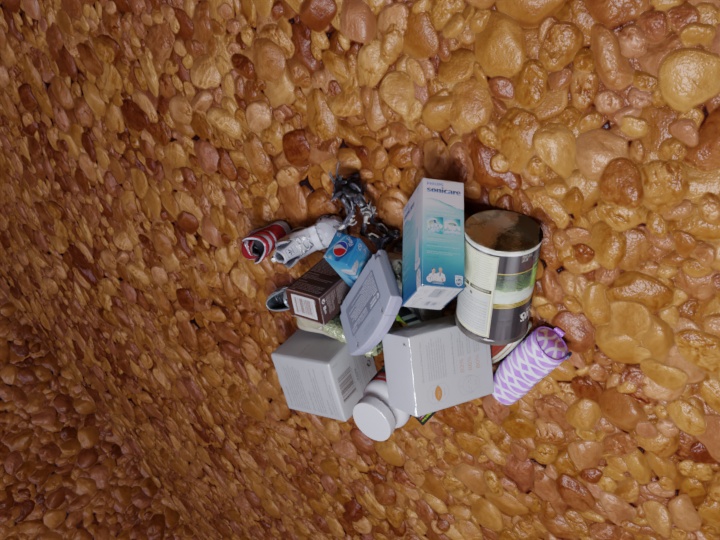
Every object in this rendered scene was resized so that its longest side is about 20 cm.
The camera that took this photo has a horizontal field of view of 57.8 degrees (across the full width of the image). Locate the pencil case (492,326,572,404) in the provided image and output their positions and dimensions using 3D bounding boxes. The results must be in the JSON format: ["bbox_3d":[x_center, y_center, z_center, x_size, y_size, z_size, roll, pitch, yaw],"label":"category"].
[{"bbox_3d":[0.333,0.190,1.309,0.083,0.086,0.201,39,135,5],"label":"pencil case"}]

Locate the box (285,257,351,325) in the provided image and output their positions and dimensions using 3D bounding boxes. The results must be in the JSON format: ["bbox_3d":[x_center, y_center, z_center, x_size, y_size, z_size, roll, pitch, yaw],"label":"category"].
[{"bbox_3d":[-0.067,0.031,1.456,0.098,0.200,0.077,13,128,32],"label":"box"}]

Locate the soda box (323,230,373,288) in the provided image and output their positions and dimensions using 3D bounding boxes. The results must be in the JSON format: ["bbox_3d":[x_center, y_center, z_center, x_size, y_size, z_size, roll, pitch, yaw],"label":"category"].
[{"bbox_3d":[0.000,0.000,1.392,0.067,0.065,0.200,18,162,33],"label":"soda box"}]

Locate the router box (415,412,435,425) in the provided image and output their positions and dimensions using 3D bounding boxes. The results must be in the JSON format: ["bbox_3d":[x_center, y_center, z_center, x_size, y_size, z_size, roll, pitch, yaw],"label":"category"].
[{"bbox_3d":[0.148,0.249,1.519,0.150,0.062,0.201,43,136,10],"label":"router box"}]

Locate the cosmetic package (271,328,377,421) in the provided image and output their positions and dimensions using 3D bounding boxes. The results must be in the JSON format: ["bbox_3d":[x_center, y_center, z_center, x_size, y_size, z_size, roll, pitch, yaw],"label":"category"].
[{"bbox_3d":[-0.087,0.247,1.640,0.196,0.166,0.172,4,120,37],"label":"cosmetic package"}]

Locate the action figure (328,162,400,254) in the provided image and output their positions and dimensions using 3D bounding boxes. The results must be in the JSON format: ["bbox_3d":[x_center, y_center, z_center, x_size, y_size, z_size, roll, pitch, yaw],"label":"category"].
[{"bbox_3d":[-0.011,-0.122,1.373,0.201,0.119,0.101,50,132,-7],"label":"action figure"}]

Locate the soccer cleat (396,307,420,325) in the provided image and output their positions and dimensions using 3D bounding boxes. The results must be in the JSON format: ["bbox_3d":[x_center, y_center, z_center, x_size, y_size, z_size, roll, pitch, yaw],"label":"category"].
[{"bbox_3d":[0.141,0.104,1.433,0.198,0.067,0.083,34,122,19],"label":"soccer cleat"}]

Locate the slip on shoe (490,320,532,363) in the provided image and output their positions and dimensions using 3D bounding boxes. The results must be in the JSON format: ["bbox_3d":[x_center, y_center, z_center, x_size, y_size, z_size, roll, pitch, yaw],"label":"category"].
[{"bbox_3d":[0.276,0.146,1.342,0.062,0.074,0.200,50,142,4],"label":"slip on shoe"}]

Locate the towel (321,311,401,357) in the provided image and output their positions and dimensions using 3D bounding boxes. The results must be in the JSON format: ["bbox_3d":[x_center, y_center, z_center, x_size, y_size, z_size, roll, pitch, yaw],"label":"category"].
[{"bbox_3d":[0.006,0.124,1.465,0.146,0.199,0.037,27,111,16],"label":"towel"}]

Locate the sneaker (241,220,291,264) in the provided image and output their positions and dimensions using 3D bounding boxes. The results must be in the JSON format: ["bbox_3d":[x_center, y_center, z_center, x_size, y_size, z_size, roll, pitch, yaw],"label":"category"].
[{"bbox_3d":[-0.265,-0.057,1.627,0.198,0.112,0.072,-25,101,46],"label":"sneaker"}]

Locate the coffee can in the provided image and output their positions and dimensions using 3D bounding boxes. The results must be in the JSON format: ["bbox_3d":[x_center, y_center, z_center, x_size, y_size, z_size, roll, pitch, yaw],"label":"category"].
[{"bbox_3d":[0.254,0.013,1.214,0.143,0.146,0.205,20,129,28],"label":"coffee can"}]

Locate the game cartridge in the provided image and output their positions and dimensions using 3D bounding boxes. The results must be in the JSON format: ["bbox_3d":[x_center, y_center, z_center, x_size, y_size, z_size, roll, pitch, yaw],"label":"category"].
[{"bbox_3d":[0.019,0.075,1.306,0.201,0.039,0.136,-57,36,43],"label":"game cartridge"}]

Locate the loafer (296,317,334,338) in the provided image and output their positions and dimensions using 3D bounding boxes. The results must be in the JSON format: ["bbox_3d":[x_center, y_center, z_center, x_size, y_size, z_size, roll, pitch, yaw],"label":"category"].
[{"bbox_3d":[-0.075,0.116,1.585,0.194,0.077,0.069,2,137,22],"label":"loafer"}]

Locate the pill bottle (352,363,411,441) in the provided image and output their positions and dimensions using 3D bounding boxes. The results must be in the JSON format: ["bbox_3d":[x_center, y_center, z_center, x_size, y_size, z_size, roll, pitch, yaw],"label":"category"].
[{"bbox_3d":[0.075,0.261,1.397,0.114,0.200,0.119,20,129,26],"label":"pill bottle"}]

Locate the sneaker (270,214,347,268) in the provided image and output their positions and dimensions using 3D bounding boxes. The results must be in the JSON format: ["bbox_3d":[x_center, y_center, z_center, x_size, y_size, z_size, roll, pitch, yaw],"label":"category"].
[{"bbox_3d":[-0.122,-0.062,1.502,0.197,0.115,0.077,-13,110,44],"label":"sneaker"}]

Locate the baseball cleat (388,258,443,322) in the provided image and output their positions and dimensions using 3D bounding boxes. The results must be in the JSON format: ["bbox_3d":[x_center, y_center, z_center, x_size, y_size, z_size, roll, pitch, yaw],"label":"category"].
[{"bbox_3d":[0.101,0.041,1.372,0.105,0.070,0.201,12,146,53],"label":"baseball cleat"}]

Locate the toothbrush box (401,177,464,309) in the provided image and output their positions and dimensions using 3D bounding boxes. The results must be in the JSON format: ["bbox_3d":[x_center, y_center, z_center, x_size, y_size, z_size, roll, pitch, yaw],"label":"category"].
[{"bbox_3d":[0.132,-0.046,1.210,0.083,0.206,0.147,4,161,-10],"label":"toothbrush box"}]

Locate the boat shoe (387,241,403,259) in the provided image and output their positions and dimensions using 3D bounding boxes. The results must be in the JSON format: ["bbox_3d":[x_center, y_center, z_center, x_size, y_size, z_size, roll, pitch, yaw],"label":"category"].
[{"bbox_3d":[0.135,-0.023,1.347,0.196,0.066,0.072,10,157,40],"label":"boat shoe"}]

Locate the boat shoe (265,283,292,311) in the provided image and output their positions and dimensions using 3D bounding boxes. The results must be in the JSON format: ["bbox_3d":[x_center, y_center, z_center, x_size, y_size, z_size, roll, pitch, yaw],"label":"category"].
[{"bbox_3d":[-0.168,0.070,1.659,0.198,0.071,0.071,-16,108,44],"label":"boat shoe"}]

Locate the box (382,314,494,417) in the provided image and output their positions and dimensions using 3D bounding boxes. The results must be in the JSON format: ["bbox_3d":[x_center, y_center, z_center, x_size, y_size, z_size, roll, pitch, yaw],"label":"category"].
[{"bbox_3d":[0.155,0.183,1.302,0.106,0.195,0.157,3,100,61],"label":"box"}]
